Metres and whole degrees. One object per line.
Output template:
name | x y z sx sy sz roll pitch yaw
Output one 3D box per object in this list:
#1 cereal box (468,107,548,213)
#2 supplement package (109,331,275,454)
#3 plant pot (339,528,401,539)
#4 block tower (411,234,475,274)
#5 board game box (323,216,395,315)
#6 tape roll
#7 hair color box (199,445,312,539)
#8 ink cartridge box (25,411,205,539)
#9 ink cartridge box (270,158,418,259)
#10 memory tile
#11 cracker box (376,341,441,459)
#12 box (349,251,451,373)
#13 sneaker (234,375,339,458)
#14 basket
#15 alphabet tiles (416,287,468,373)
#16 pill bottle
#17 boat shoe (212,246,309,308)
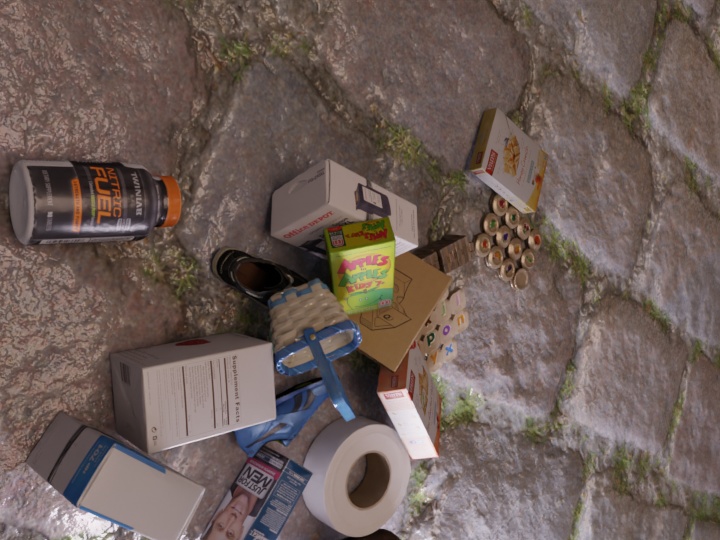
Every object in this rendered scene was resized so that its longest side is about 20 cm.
cereal box | 0.315 -0.228 1.472 0.200 0.039 0.144 29 70 -38
supplement package | -0.239 0.168 1.010 0.200 0.121 0.120 -8 99 -39
plant pot | -0.006 0.541 1.218 0.200 0.187 0.187 -22 108 -51
block tower | 0.132 -0.014 1.341 0.200 0.058 0.054 -27 110 -37
board game box | 0.000 0.000 1.120 0.101 0.200 0.048 -11 59 -6
tape roll | -0.005 0.365 1.254 0.202 0.071 0.203 -4 96 -39
hair color box | -0.170 0.382 1.101 0.061 0.100 0.200 43 68 -33
ink cartridge box | -0.319 0.266 0.903 0.146 0.200 0.086 42 67 -34
ink cartridge box | -0.026 -0.082 1.134 0.200 0.145 0.085 23 56 -39
memory tile | 0.322 -0.060 1.516 0.200 0.017 0.154 37 71 -36
cracker box | 0.093 0.227 1.269 0.134 0.058 0.200 -79 151 -48
box | 0.043 0.053 1.223 0.163 0.021 0.200 32 71 10
sneaker | -0.112 0.236 1.145 0.200 0.066 0.079 -24 90 -31
basket | -0.061 0.129 1.077 0.139 0.176 0.200 -27 69 -7
alphabet tiles | 0.130 0.117 1.350 0.200 0.015 0.196 -31 127 -25
pill bottle | -0.339 -0.090 0.914 0.200 0.106 0.107 -6 98 -39
boat shoe | -0.139 0.023 1.114 0.200 0.068 0.072 27 78 -42
